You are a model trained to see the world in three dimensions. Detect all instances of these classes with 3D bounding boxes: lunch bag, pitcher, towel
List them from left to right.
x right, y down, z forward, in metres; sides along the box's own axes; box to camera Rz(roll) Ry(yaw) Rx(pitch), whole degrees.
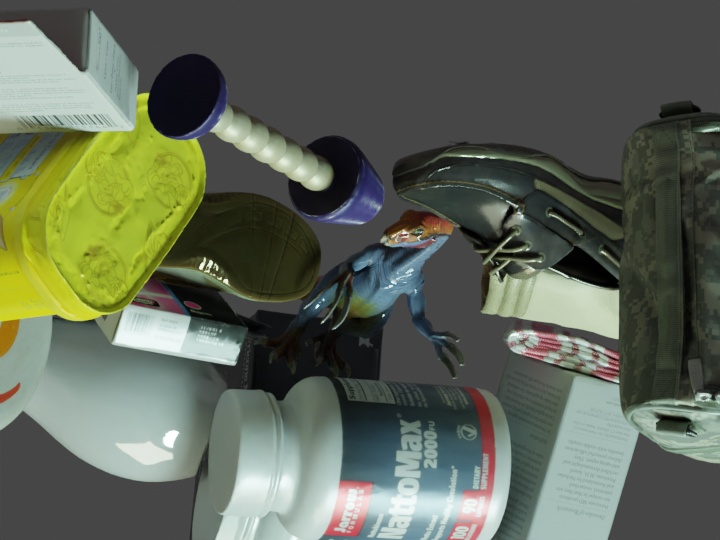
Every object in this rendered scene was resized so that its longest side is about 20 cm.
[{"bbox_3d":[-0.208,0.085,1.692,0.200,0.121,0.172,21,-167,-1],"label":"pitcher"},{"bbox_3d":[0.204,0.069,1.582,0.200,0.030,0.146,16,-179,3],"label":"towel"},{"bbox_3d":[0.220,0.014,1.267,0.139,0.200,0.168,-9,162,34],"label":"lunch bag"}]

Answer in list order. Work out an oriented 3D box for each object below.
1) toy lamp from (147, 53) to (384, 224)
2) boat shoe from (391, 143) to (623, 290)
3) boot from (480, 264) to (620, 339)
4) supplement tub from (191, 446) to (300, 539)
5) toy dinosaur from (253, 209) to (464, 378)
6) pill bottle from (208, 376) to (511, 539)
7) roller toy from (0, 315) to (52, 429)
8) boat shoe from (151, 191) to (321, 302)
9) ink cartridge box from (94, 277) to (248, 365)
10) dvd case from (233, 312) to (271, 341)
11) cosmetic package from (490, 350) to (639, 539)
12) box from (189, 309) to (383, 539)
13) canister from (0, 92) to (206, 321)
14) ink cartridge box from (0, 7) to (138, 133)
[{"bbox_3d":[-0.049,-0.073,1.271,0.058,0.058,0.200,-6,160,29],"label":"toy lamp"},{"bbox_3d":[0.109,-0.031,1.356,0.200,0.073,0.074,12,162,-31],"label":"boat shoe"},{"bbox_3d":[0.165,0.015,1.523,0.155,0.073,0.200,8,177,6],"label":"boot"},{"bbox_3d":[-0.019,0.188,1.649,0.200,0.145,0.145,13,162,-14],"label":"supplement tub"},{"bbox_3d":[0.000,0.000,1.523,0.105,0.200,0.182,19,122,-33],"label":"toy dinosaur"},{"bbox_3d":[-0.003,0.138,1.525,0.200,0.120,0.120,5,165,-17],"label":"pill bottle"},{"bbox_3d":[-0.302,0.029,1.441,0.140,0.183,0.200,-7,162,28],"label":"roller toy"},{"bbox_3d":[-0.114,-0.024,1.449,0.200,0.074,0.066,18,173,-43],"label":"boat shoe"},{"bbox_3d":[-0.158,0.005,1.491,0.095,0.037,0.200,12,-164,-29],"label":"ink cartridge box"},{"bbox_3d":[-0.191,0.027,1.658,0.200,0.016,0.149,5,169,33],"label":"dvd case"},{"bbox_3d":[0.135,0.169,1.563,0.071,0.200,0.101,15,-177,-26],"label":"cosmetic package"},{"bbox_3d":[-0.067,0.154,1.828,0.117,0.197,0.200,9,163,-16],"label":"box"},{"bbox_3d":[-0.211,-0.031,1.290,0.200,0.149,0.087,-7,128,39],"label":"canister"},{"bbox_3d":[-0.241,-0.119,1.152,0.200,0.045,0.176,-1,165,11],"label":"ink cartridge box"}]
